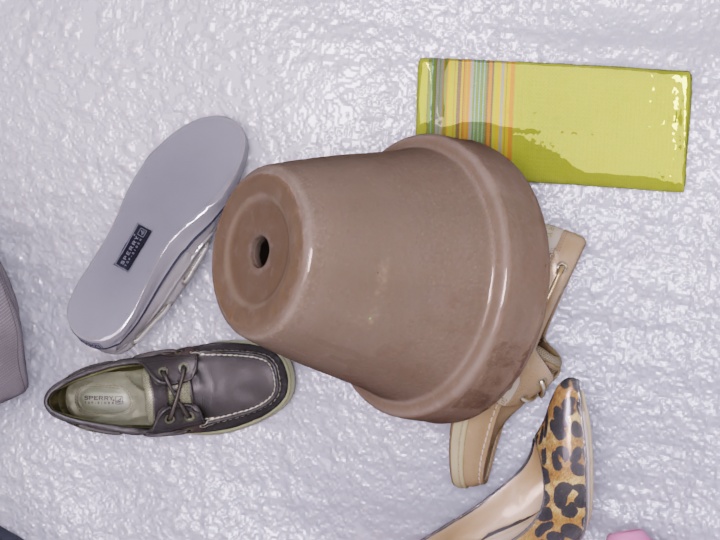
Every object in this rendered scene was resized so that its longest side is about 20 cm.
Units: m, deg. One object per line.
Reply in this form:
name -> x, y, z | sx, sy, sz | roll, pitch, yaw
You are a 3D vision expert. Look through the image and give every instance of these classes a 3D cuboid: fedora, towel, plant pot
fedora -> -0.311, 0.042, 1.269 | 0.089, 0.177, 0.202 | -14, 89, -10
towel -> 0.135, -0.105, 1.162 | 0.198, 0.018, 0.087 | 5, 101, 18
plant pot -> 0.000, 0.000, 1.091 | 0.199, 0.173, 0.203 | -10, 77, 50

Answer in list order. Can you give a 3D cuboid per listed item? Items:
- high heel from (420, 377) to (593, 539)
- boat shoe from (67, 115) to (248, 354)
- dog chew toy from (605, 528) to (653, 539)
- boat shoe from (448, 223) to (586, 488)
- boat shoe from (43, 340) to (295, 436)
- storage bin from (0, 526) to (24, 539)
high heel -> 0.087, 0.162, 1.134 | 0.141, 0.072, 0.202 | 4, 116, 0
boat shoe -> -0.146, -0.024, 1.237 | 0.071, 0.066, 0.201 | 26, 80, 19
dog chew toy -> 0.198, 0.280, 1.116 | 0.123, 0.124, 0.202 | -11, 83, 19
boat shoe -> 0.110, 0.065, 1.152 | 0.064, 0.071, 0.202 | 15, 104, 10
boat shoe -> -0.149, 0.096, 1.246 | 0.199, 0.066, 0.073 | -6, 91, 19
storage bin -> -0.321, 0.273, 1.259 | 0.144, 0.200, 0.135 | 26, 92, 15
